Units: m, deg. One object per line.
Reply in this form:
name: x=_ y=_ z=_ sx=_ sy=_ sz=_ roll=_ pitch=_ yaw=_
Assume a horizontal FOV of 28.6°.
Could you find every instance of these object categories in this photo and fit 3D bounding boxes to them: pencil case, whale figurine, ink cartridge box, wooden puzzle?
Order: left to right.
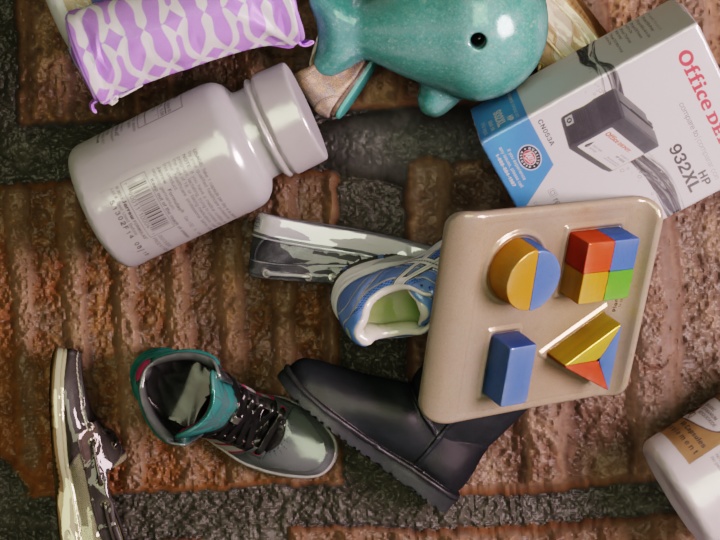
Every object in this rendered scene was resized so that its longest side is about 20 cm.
pencil case: x=-0.144 y=-0.196 z=1.159 sx=0.199 sy=0.084 sz=0.086 roll=-18 pitch=102 yaw=-2
whale figurine: x=0.057 y=-0.200 z=1.173 sx=0.198 sy=0.104 sz=0.160 roll=-2 pitch=113 yaw=0
wooden puzzle: x=0.153 y=0.037 z=1.153 sx=0.199 sy=0.046 sz=0.186 roll=-4 pitch=116 yaw=-25
ink cartridge box: x=0.215 y=-0.112 z=1.194 sx=0.199 sy=0.084 sz=0.146 roll=-28 pitch=112 yaw=11

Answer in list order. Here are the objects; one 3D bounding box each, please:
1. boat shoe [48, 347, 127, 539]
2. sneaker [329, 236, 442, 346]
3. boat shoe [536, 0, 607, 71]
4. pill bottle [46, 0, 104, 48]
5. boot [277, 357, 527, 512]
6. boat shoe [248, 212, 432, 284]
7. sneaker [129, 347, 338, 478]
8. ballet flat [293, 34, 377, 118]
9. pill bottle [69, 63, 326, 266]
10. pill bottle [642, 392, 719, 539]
boat shoe: x=-0.238 y=0.166 z=1.244 sx=0.064 sy=0.073 sz=0.202 roll=-5 pitch=91 yaw=-10
sneaker: x=0.073 y=0.015 z=1.173 sx=0.199 sy=0.077 sz=0.076 roll=-21 pitch=117 yaw=6
boat shoe: x=0.172 y=-0.208 z=1.250 sx=0.069 sy=0.074 sz=0.200 roll=-36 pitch=95 yaw=20
pill bottle: x=-0.172 y=-0.265 z=1.229 sx=0.199 sy=0.116 sz=0.116 roll=-22 pitch=88 yaw=0
boot: x=0.051 y=0.090 z=1.232 sx=0.200 sy=0.076 sz=0.169 roll=36 pitch=92 yaw=-5
boat shoe: x=0.000 y=0.000 z=1.240 sx=0.199 sy=0.072 sz=0.068 roll=11 pitch=94 yaw=-2
sneaker: x=-0.111 y=0.123 z=1.212 sx=0.199 sy=0.121 sz=0.084 roll=24 pitch=88 yaw=1
ballet flat: x=0.012 y=-0.228 z=1.250 sx=0.067 sy=0.068 sz=0.200 roll=38 pitch=88 yaw=4
pill bottle: x=-0.136 y=-0.094 z=1.208 sx=0.199 sy=0.114 sz=0.115 roll=-25 pitch=88 yaw=5
pill bottle: x=0.353 y=0.144 z=1.209 sx=0.199 sy=0.114 sz=0.115 roll=-32 pitch=88 yaw=0
